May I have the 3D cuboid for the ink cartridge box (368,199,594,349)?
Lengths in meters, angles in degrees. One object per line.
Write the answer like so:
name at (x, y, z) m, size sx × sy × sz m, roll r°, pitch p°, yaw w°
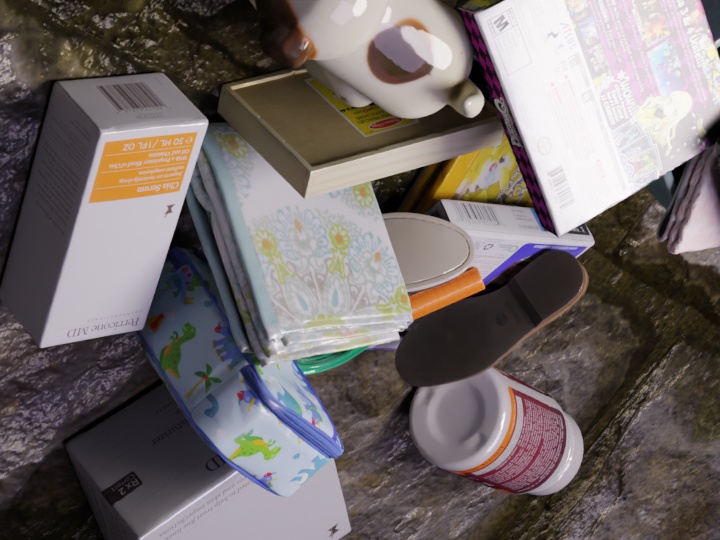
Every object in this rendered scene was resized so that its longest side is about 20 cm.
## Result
ink cartridge box at (0.086, 0.008, 1.876) m, size 0.197 × 0.044 × 0.200 m, roll 3°, pitch 144°, yaw -45°

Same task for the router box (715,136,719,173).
router box at (0.367, -0.093, 1.651) m, size 0.149 × 0.051 × 0.200 m, roll -41°, pitch 153°, yaw -7°

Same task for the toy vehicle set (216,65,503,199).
toy vehicle set at (0.002, -0.125, 1.604) m, size 0.199 × 0.124 × 0.027 m, roll -17°, pitch 138°, yaw -34°

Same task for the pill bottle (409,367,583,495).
pill bottle at (0.144, 0.167, 2.065) m, size 0.114 × 0.114 × 0.200 m, roll -50°, pitch 145°, yaw 9°

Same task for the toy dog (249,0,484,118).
toy dog at (-0.009, -0.184, 1.481) m, size 0.139 × 0.194 × 0.200 m, roll -40°, pitch 154°, yaw 14°

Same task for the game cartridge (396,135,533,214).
game cartridge at (0.143, -0.102, 1.857) m, size 0.199 × 0.032 × 0.177 m, roll 9°, pitch 120°, yaw -49°

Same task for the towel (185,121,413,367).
towel at (-0.051, -0.027, 1.607) m, size 0.171 × 0.201 × 0.048 m, roll -7°, pitch 164°, yaw -45°

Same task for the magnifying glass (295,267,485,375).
magnifying glass at (0.018, 0.045, 1.823) m, size 0.199 × 0.022 × 0.080 m, roll -22°, pitch 155°, yaw 3°

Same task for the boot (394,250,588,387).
boot at (0.127, 0.052, 1.876) m, size 0.199 × 0.074 × 0.075 m, roll -29°, pitch 166°, yaw 11°

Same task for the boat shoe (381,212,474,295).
boat shoe at (0.000, 0.000, 1.745) m, size 0.199 × 0.073 × 0.063 m, roll -10°, pitch 158°, yaw -2°

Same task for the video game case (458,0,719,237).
video game case at (0.187, -0.154, 1.540) m, size 0.181 × 0.036 × 0.201 m, roll -31°, pitch 117°, yaw -12°

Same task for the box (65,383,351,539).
box at (-0.131, 0.196, 1.795) m, size 0.198 × 0.131 × 0.201 m, roll -33°, pitch 144°, yaw -17°

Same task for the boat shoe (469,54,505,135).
boat shoe at (0.130, -0.136, 1.666) m, size 0.071 × 0.200 × 0.072 m, roll 16°, pitch 94°, yaw -44°

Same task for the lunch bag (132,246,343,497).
lunch bag at (-0.104, 0.082, 1.644) m, size 0.082 × 0.200 × 0.161 m, roll -39°, pitch 143°, yaw 4°

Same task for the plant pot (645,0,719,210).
plant pot at (0.266, -0.201, 1.731) m, size 0.196 × 0.200 × 0.197 m, roll -41°, pitch 145°, yaw -6°

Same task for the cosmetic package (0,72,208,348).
cosmetic package at (-0.197, -0.046, 1.527) m, size 0.101 × 0.071 × 0.201 m, roll -11°, pitch 134°, yaw -40°

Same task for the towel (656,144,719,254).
towel at (0.352, -0.111, 1.709) m, size 0.190 × 0.032 × 0.201 m, roll -13°, pitch 135°, yaw -37°
